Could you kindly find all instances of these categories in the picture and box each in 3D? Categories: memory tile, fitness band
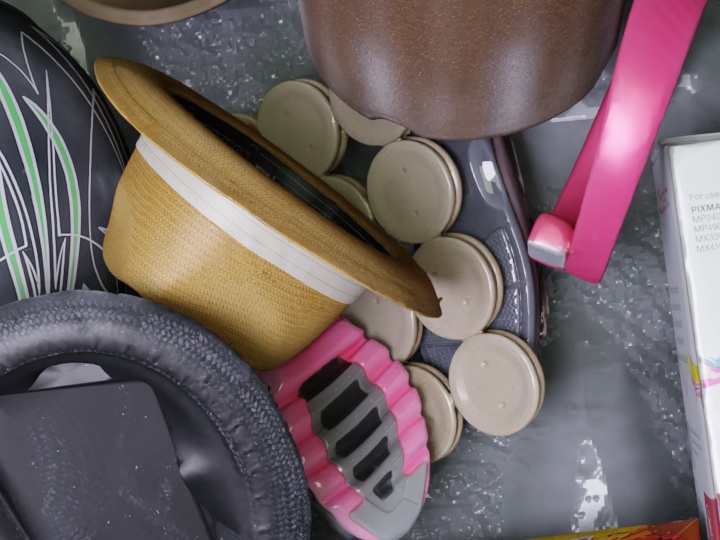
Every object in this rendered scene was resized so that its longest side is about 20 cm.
[{"bbox_3d":[0.000,0.000,1.067,0.153,0.017,0.201,-25,87,37],"label":"memory tile"},{"bbox_3d":[0.119,-0.066,0.986,0.037,0.200,0.144,23,90,5],"label":"fitness band"}]

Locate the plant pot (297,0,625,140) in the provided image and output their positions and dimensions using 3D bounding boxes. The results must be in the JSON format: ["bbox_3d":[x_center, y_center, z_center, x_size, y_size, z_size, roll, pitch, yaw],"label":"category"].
[{"bbox_3d":[0.045,-0.176,0.953,0.199,0.199,0.201,-1,53,2],"label":"plant pot"}]

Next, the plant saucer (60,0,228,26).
[{"bbox_3d":[-0.092,-0.217,1.084,0.199,0.029,0.201,-5,79,26],"label":"plant saucer"}]

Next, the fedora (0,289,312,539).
[{"bbox_3d":[-0.114,0.091,0.951,0.200,0.092,0.201,-1,110,-4],"label":"fedora"}]

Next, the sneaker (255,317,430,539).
[{"bbox_3d":[-0.042,0.054,1.068,0.079,0.095,0.200,-27,74,-31],"label":"sneaker"}]

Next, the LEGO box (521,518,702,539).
[{"bbox_3d":[0.045,0.180,0.987,0.199,0.149,0.077,-12,96,33],"label":"LEGO box"}]

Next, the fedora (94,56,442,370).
[{"bbox_3d":[-0.056,-0.013,0.965,0.200,0.201,0.082,37,96,8],"label":"fedora"}]

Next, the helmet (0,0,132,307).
[{"bbox_3d":[-0.195,-0.024,1.025,0.190,0.199,0.201,-12,87,52],"label":"helmet"}]

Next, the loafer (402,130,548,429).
[{"bbox_3d":[0.060,-0.025,1.067,0.072,0.063,0.201,-8,96,38],"label":"loafer"}]

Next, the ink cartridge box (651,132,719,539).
[{"bbox_3d":[0.188,0.038,1.000,0.082,0.146,0.201,-7,89,6],"label":"ink cartridge box"}]
